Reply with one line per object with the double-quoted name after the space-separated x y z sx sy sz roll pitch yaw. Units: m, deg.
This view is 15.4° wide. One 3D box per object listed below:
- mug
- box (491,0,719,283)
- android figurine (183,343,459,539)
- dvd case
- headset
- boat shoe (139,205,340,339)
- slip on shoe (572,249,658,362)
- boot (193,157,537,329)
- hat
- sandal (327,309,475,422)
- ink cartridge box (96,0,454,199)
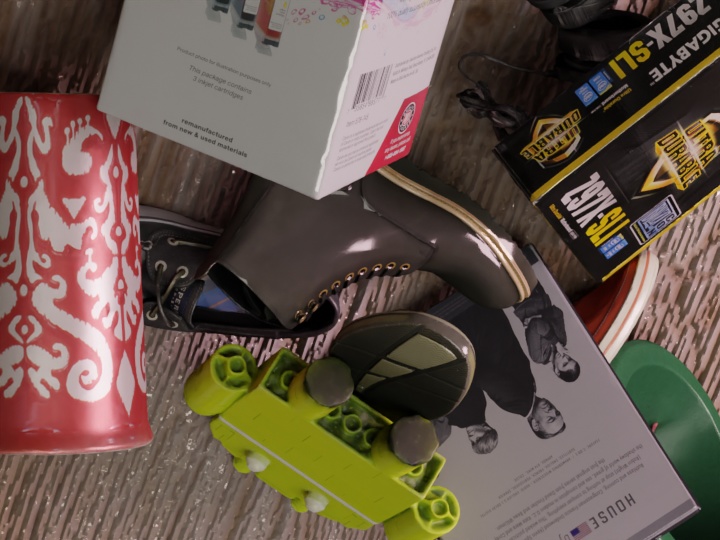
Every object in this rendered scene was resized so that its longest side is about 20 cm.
-0.205 -0.002 1.524 0.177 0.133 0.201 2 94 7 "mug"
0.174 -0.079 1.616 0.160 0.049 0.200 -37 159 4 "box"
-0.025 0.108 1.637 0.182 0.200 0.041 35 66 -9 "android figurine"
0.098 0.106 1.674 0.150 0.200 0.025 -33 165 6 "dvd case"
0.145 -0.151 1.605 0.200 0.094 0.124 -34 122 -12 "headset"
-0.104 0.010 1.619 0.200 0.066 0.070 10 112 -23 "boat shoe"
0.118 0.059 1.721 0.061 0.074 0.200 43 93 -2 "slip on shoe"
0.000 0.000 1.614 0.200 0.077 0.139 36 70 -18 "boot"
0.150 0.168 1.778 0.176 0.166 0.200 -25 84 32 "hat"
0.020 0.053 1.595 0.080 0.201 0.057 33 71 -4 "sandal"
-0.032 -0.167 1.475 0.144 0.145 0.200 23 110 17 "ink cartridge box"
